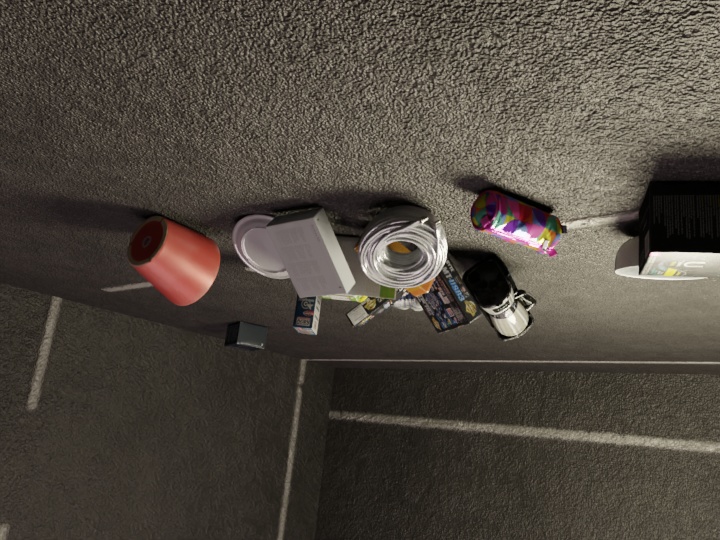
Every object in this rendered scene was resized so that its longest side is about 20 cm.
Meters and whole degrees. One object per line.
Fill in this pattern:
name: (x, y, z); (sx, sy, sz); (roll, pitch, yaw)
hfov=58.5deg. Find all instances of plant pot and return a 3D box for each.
plant pot: (-0.494, -0.036, 1.670); (0.196, 0.205, 0.177); (-3, 154, 32)

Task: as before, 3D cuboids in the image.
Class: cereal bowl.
cereal bowl: (0.617, -0.035, 1.301); (0.194, 0.086, 0.200); (4, 172, 0)

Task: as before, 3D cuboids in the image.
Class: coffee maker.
coffee maker: (0.343, 0.061, 1.667); (0.191, 0.135, 0.200); (38, 173, 43)

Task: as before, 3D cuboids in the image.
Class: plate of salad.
plate of salad: (-0.225, -0.062, 1.600); (0.194, 0.049, 0.204); (9, 132, 10)

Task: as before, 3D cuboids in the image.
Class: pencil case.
pencil case: (0.310, -0.092, 1.262); (0.196, 0.091, 0.088); (16, 163, -27)

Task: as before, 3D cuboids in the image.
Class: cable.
cable: (0.092, -0.049, 1.398); (0.194, 0.070, 0.202); (-8, 135, 12)

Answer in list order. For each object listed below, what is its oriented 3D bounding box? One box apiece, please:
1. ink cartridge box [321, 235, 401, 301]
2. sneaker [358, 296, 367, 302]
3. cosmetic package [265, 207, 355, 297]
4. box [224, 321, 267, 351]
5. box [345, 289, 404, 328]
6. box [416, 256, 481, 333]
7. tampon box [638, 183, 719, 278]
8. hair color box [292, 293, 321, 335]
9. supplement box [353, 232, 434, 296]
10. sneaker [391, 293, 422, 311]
ink cartridge box: (0.000, 0.000, 1.612); (0.194, 0.152, 0.076); (5, 168, 7)
sneaker: (0.011, 0.008, 1.685); (0.083, 0.076, 0.201); (22, 130, -17)
cosmetic package: (-0.115, -0.037, 1.497); (0.148, 0.052, 0.204); (-4, 120, 37)
box: (-0.566, 0.327, 3.161); (0.145, 0.110, 0.199); (16, 164, -28)
box: (0.052, 0.093, 1.866); (0.196, 0.050, 0.200); (-34, 172, -1)
box: (0.201, 0.053, 1.640); (0.049, 0.203, 0.198); (-30, 177, -20)
tampon box: (0.602, -0.067, 1.128); (0.194, 0.130, 0.150); (2, 165, 18)
hair color box: (-0.147, 0.075, 1.857); (0.059, 0.206, 0.100); (5, 165, 6)
supplement box: (0.084, -0.023, 1.525); (0.198, 0.070, 0.066); (35, 157, -15)
sneaker: (0.140, 0.087, 2.004); (0.086, 0.078, 0.199); (10, 165, -28)
